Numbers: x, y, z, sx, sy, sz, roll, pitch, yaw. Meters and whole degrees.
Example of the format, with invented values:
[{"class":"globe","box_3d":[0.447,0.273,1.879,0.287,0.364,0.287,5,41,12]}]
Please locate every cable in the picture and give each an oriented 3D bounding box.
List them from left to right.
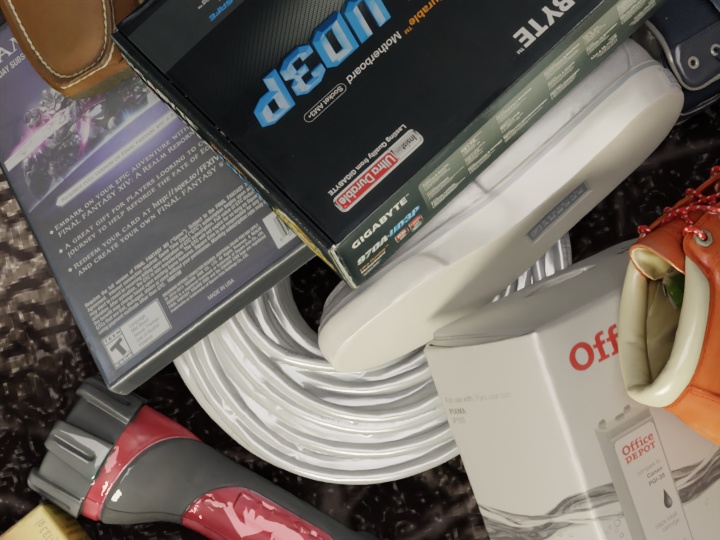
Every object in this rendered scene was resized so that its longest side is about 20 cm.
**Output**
[{"class":"cable","box_3d":[0.000,0.000,1.044,0.200,0.069,0.200,37,88,2]}]

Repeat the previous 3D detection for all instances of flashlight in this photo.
[{"class":"flashlight","box_3d":[-0.058,0.125,1.037,0.200,0.068,0.068,31,86,4]}]

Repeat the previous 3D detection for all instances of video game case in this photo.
[{"class":"video game case","box_3d":[-0.101,-0.062,1.023,0.143,0.019,0.200,-36,63,13]}]

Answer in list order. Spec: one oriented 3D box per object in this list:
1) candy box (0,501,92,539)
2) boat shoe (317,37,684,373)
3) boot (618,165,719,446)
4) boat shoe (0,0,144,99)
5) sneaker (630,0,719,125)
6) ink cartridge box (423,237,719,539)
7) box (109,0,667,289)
[{"class":"candy box","box_3d":[-0.132,0.224,1.037,0.117,0.056,0.200,-38,85,-1]},{"class":"boat shoe","box_3d":[0.051,-0.037,0.981,0.200,0.072,0.069,-43,66,5]},{"class":"boot","box_3d":[0.168,-0.022,0.929,0.107,0.075,0.200,19,74,-26]},{"class":"boat shoe","box_3d":[-0.162,-0.175,1.030,0.076,0.074,0.200,-29,67,17]},{"class":"sneaker","box_3d":[0.221,-0.095,1.035,0.146,0.077,0.202,-41,77,-12]},{"class":"ink cartridge box","box_3d":[0.133,0.097,0.981,0.146,0.083,0.200,-24,98,-34]},{"class":"box","box_3d":[0.013,-0.114,0.964,0.200,0.046,0.159,-42,65,-6]}]
